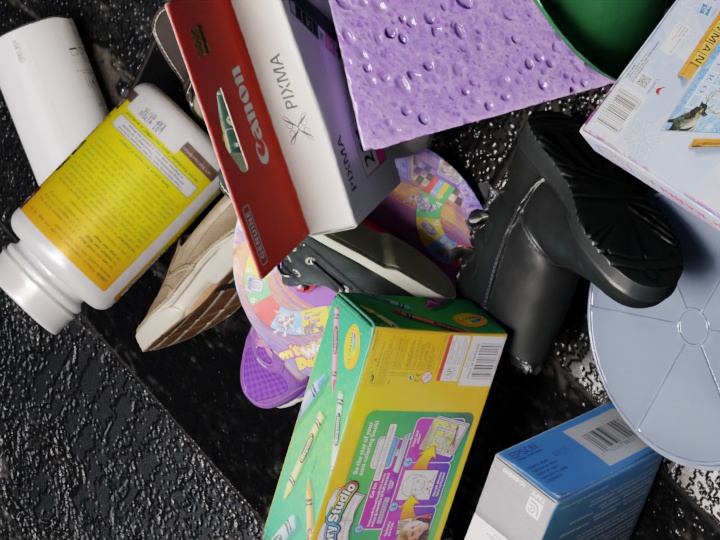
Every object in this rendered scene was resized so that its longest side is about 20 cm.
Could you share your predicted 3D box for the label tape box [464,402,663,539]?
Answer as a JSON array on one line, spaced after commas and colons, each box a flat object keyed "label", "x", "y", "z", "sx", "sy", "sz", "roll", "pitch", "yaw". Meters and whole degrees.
[{"label": "label tape box", "x": 0.131, "y": 0.208, "z": 1.676, "sx": 0.063, "sy": 0.144, "sz": 0.201, "roll": 35, "pitch": 123, "yaw": 29}]

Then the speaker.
[{"label": "speaker", "x": -0.244, "y": -0.108, "z": 1.959, "sx": 0.081, "sy": 0.081, "sz": 0.201, "roll": -24, "pitch": 86, "yaw": 42}]

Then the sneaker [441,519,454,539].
[{"label": "sneaker", "x": 0.049, "y": 0.205, "z": 1.809, "sx": 0.070, "sy": 0.109, "sz": 0.200, "roll": -21, "pitch": 118, "yaw": 40}]

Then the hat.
[{"label": "hat", "x": 0.201, "y": -0.244, "z": 1.484, "sx": 0.176, "sy": 0.166, "sz": 0.200, "roll": -29, "pitch": 95, "yaw": 34}]

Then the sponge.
[{"label": "sponge", "x": 0.084, "y": -0.161, "z": 1.600, "sx": 0.030, "sy": 0.199, "sz": 0.112, "roll": -134, "pitch": 29, "yaw": -85}]

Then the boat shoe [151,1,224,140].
[{"label": "boat shoe", "x": -0.105, "y": -0.144, "z": 1.835, "sx": 0.200, "sy": 0.065, "sz": 0.073, "roll": 45, "pitch": 128, "yaw": 23}]

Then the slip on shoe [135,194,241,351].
[{"label": "slip on shoe", "x": -0.126, "y": -0.002, "z": 1.885, "sx": 0.200, "sy": 0.076, "sz": 0.061, "roll": -45, "pitch": 67, "yaw": 46}]

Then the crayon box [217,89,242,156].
[{"label": "crayon box", "x": -0.082, "y": -0.169, "z": 1.717, "sx": 0.127, "sy": 0.051, "sz": 0.201, "roll": 81, "pitch": -177, "yaw": -54}]

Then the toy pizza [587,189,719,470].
[{"label": "toy pizza", "x": 0.238, "y": 0.037, "z": 1.602, "sx": 0.200, "sy": 0.032, "sz": 0.201, "roll": 9, "pitch": 102, "yaw": 46}]

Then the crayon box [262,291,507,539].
[{"label": "crayon box", "x": 0.016, "y": 0.119, "z": 1.656, "sx": 0.058, "sy": 0.118, "sz": 0.201, "roll": 40, "pitch": 119, "yaw": 49}]

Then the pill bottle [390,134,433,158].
[{"label": "pill bottle", "x": 0.025, "y": -0.192, "z": 1.676, "sx": 0.111, "sy": 0.111, "sz": 0.201, "roll": 34, "pitch": 122, "yaw": 29}]

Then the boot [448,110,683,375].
[{"label": "boot", "x": 0.139, "y": 0.003, "z": 1.627, "sx": 0.199, "sy": 0.073, "sz": 0.163, "roll": 58, "pitch": 139, "yaw": 41}]

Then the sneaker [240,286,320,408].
[{"label": "sneaker", "x": -0.058, "y": 0.033, "z": 1.831, "sx": 0.080, "sy": 0.088, "sz": 0.200, "roll": 44, "pitch": 128, "yaw": 22}]

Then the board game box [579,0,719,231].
[{"label": "board game box", "x": 0.275, "y": -0.111, "z": 1.457, "sx": 0.199, "sy": 0.041, "sz": 0.200, "roll": 37, "pitch": 89, "yaw": 28}]

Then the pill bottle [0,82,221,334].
[{"label": "pill bottle", "x": -0.202, "y": -0.046, "z": 1.859, "sx": 0.200, "sy": 0.109, "sz": 0.109, "roll": -46, "pitch": 66, "yaw": -2}]

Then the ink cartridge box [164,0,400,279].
[{"label": "ink cartridge box", "x": -0.048, "y": -0.118, "z": 1.573, "sx": 0.043, "sy": 0.174, "sz": 0.201, "roll": -11, "pitch": 107, "yaw": 25}]

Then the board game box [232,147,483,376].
[{"label": "board game box", "x": 0.000, "y": 0.000, "z": 1.733, "sx": 0.199, "sy": 0.039, "sz": 0.159, "roll": -11, "pitch": 102, "yaw": 10}]

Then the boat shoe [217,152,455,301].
[{"label": "boat shoe", "x": -0.029, "y": -0.012, "z": 1.672, "sx": 0.066, "sy": 0.199, "sz": 0.075, "roll": -51, "pitch": 25, "yaw": 22}]
